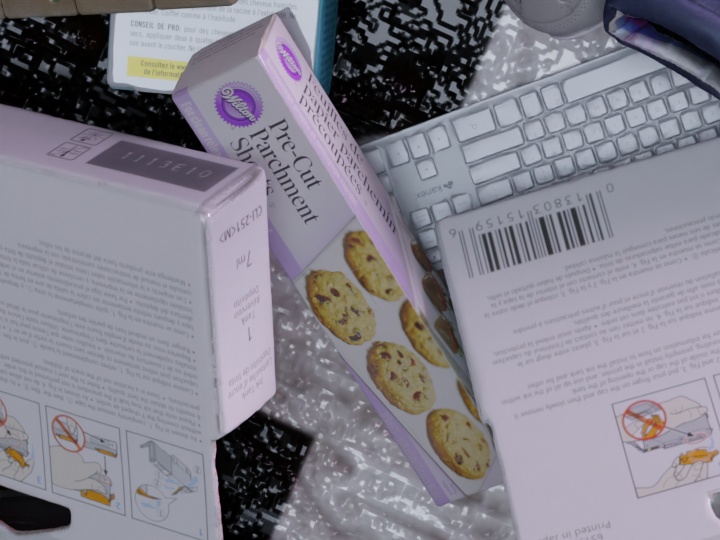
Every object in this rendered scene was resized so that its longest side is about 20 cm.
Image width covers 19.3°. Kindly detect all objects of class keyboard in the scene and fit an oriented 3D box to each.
[{"bbox_3d":[0.074,-0.046,0.822,0.199,0.011,0.057,-20,98,10],"label":"keyboard"}]

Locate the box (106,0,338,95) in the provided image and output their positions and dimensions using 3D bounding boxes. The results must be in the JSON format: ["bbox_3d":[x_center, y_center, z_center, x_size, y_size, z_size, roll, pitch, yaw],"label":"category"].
[{"bbox_3d":[-0.045,-0.166,0.793,0.082,0.049,0.201,6,102,6],"label":"box"}]

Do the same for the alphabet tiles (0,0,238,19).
[{"bbox_3d":[-0.137,-0.186,0.758,0.166,0.008,0.201,0,116,26],"label":"alphabet tiles"}]

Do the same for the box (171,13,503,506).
[{"bbox_3d":[0.000,0.000,0.795,0.041,0.039,0.201,-22,114,21],"label":"box"}]

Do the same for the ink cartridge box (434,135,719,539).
[{"bbox_3d":[0.140,0.033,0.756,0.199,0.044,0.174,-16,58,7],"label":"ink cartridge box"}]

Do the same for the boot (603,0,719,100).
[{"bbox_3d":[0.188,-0.077,0.744,0.199,0.073,0.091,29,77,14],"label":"boot"}]

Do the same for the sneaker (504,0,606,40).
[{"bbox_3d":[0.033,-0.169,0.750,0.074,0.082,0.201,-9,112,45],"label":"sneaker"}]

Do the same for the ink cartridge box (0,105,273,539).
[{"bbox_3d":[-0.125,0.028,0.803,0.199,0.044,0.175,14,122,27],"label":"ink cartridge box"}]

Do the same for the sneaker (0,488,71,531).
[{"bbox_3d":[-0.097,0.138,0.841,0.199,0.082,0.074,8,105,7],"label":"sneaker"}]
